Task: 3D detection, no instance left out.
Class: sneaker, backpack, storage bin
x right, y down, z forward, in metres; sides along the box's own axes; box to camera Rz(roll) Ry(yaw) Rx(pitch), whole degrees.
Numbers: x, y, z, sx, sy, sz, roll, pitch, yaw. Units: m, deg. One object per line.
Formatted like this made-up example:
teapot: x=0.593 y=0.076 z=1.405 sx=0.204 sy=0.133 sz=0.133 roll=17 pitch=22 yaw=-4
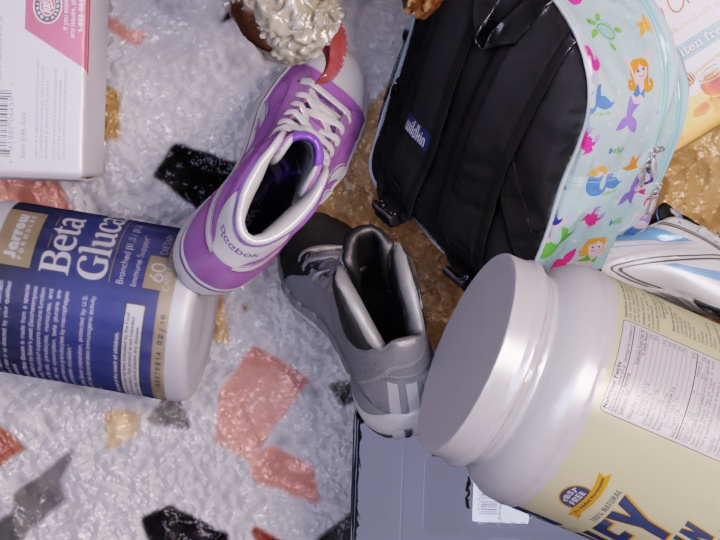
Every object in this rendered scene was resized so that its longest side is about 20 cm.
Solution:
sneaker: x=0.000 y=0.000 z=1.397 sx=0.075 sy=0.116 sz=0.200 roll=-21 pitch=46 yaw=-13
backpack: x=0.106 y=-0.105 z=1.367 sx=0.178 sy=0.150 sz=0.201 roll=45 pitch=138 yaw=35
sneaker: x=-0.033 y=-0.076 z=1.404 sx=0.073 sy=0.114 sz=0.201 roll=34 pitch=58 yaw=-10
storage bin: x=0.097 y=0.139 z=1.445 sx=0.199 sy=0.094 sz=0.136 roll=2 pitch=93 yaw=5
sneaker: x=0.220 y=-0.003 z=1.441 sx=0.199 sy=0.072 sz=0.073 roll=10 pitch=85 yaw=2

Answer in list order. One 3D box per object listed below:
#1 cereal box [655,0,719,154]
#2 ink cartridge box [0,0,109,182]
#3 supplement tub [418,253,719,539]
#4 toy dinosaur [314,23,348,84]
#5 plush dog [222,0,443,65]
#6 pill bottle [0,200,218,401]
cereal box: x=0.189 y=-0.185 z=1.450 sx=0.144 sy=0.040 sz=0.200 roll=-32 pitch=89 yaw=7
ink cartridge box: x=-0.269 y=-0.134 z=1.475 sx=0.199 sy=0.085 sz=0.146 roll=3 pitch=92 yaw=4
supplement tub: x=0.148 y=0.084 z=1.304 sx=0.199 sy=0.145 sz=0.146 roll=23 pitch=94 yaw=-13
toy dinosaur: x=-0.081 y=-0.241 z=1.418 sx=0.105 sy=0.200 sz=0.181 roll=-46 pitch=129 yaw=9
plush dog: x=0.008 y=-0.232 z=1.322 sx=0.171 sy=0.160 sz=0.201 roll=0 pitch=106 yaw=48
pill bottle: x=-0.197 y=0.015 z=1.459 sx=0.199 sy=0.111 sz=0.112 roll=9 pitch=93 yaw=5
